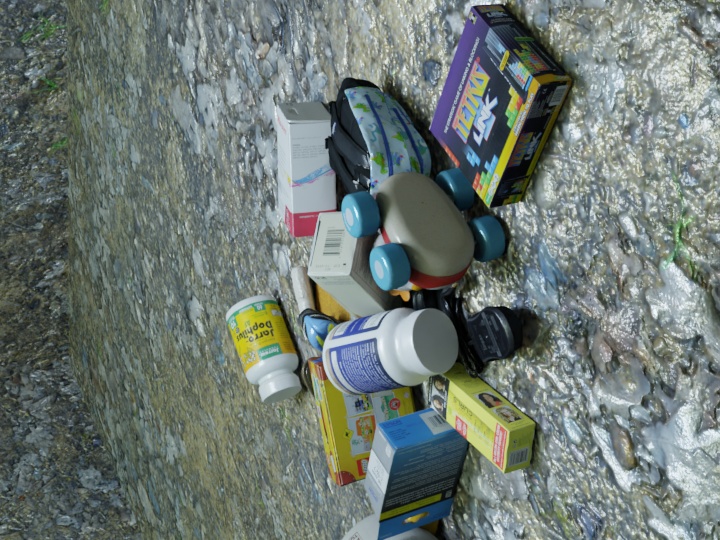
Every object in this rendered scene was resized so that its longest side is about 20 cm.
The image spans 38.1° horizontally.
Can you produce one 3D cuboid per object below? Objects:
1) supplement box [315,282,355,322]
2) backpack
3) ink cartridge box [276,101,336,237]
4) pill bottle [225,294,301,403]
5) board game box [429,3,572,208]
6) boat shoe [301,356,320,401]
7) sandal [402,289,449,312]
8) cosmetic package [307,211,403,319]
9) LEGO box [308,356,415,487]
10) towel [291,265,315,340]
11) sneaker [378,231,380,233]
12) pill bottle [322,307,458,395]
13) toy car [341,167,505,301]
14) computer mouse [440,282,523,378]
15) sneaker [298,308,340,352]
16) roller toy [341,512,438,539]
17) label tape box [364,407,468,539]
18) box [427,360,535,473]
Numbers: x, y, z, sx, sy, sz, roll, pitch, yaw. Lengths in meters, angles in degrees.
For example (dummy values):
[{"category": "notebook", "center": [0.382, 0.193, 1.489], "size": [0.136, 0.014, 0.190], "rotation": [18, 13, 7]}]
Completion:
[{"category": "supplement box", "center": [-0.006, 0.052, 1.762], "size": [0.200, 0.066, 0.069], "rotation": [17, 115, 59]}, {"category": "backpack", "center": [0.024, -0.173, 1.554], "size": [0.200, 0.153, 0.164], "rotation": [-95, 13, -60]}, {"category": "ink cartridge box", "center": [-0.093, -0.175, 1.786], "size": [0.148, 0.085, 0.201], "rotation": [-120, 29, -65]}, {"category": "pill bottle", "center": [-0.191, 0.161, 2.104], "size": [0.201, 0.112, 0.113], "rotation": [68, 151, 20]}, {"category": "board game box", "center": [0.173, -0.210, 1.334], "size": [0.166, 0.056, 0.201], "rotation": [56, 145, 34]}, {"category": "boat shoe", "center": [-0.026, 0.217, 1.763], "size": [0.200, 0.072, 0.068], "rotation": [42, 171, -13]}, {"category": "sandal", "center": [0.091, 0.065, 1.601], "size": [0.075, 0.048, 0.201], "rotation": [56, 146, 38]}, {"category": "cosmetic package", "center": [0.000, 0.000, 1.568], "size": [0.071, 0.200, 0.106], "rotation": [0, 65, 25]}, {"category": "LEGO box", "center": [0.009, 0.231, 1.697], "size": [0.077, 0.148, 0.202], "rotation": [-172, 71, -75]}, {"category": "towel", "center": [-0.100, 0.057, 1.897], "size": [0.200, 0.034, 0.134], "rotation": [133, 124, -88]}, {"category": "sneaker", "center": [-0.022, -0.047, 1.715], "size": [0.200, 0.104, 0.076], "rotation": [-21, 84, 63]}, {"category": "pill bottle", "center": [0.044, 0.119, 1.549], "size": [0.199, 0.115, 0.117], "rotation": [-17, 85, 49]}, {"category": "toy car", "center": [0.074, -0.018, 1.470], "size": [0.177, 0.183, 0.201], "rotation": [61, 155, 29]}, {"category": "computer mouse", "center": [0.173, 0.063, 1.456], "size": [0.200, 0.046, 0.141], "rotation": [125, 124, -69]}, {"category": "sneaker", "center": [-0.042, 0.115, 1.770], "size": [0.083, 0.071, 0.200], "rotation": [48, -178, 36]}, {"category": "roller toy", "center": [0.050, 0.488, 1.698], "size": [0.140, 0.181, 0.201], "rotation": [43, 137, 49]}, {"category": "label tape box", "center": [0.083, 0.310, 1.608], "size": [0.063, 0.143, 0.201], "rotation": [49, 141, 42]}, {"category": "box", "center": [0.171, 0.207, 1.504], "size": [0.200, 0.050, 0.076], "rotation": [39, 132, 50]}]
